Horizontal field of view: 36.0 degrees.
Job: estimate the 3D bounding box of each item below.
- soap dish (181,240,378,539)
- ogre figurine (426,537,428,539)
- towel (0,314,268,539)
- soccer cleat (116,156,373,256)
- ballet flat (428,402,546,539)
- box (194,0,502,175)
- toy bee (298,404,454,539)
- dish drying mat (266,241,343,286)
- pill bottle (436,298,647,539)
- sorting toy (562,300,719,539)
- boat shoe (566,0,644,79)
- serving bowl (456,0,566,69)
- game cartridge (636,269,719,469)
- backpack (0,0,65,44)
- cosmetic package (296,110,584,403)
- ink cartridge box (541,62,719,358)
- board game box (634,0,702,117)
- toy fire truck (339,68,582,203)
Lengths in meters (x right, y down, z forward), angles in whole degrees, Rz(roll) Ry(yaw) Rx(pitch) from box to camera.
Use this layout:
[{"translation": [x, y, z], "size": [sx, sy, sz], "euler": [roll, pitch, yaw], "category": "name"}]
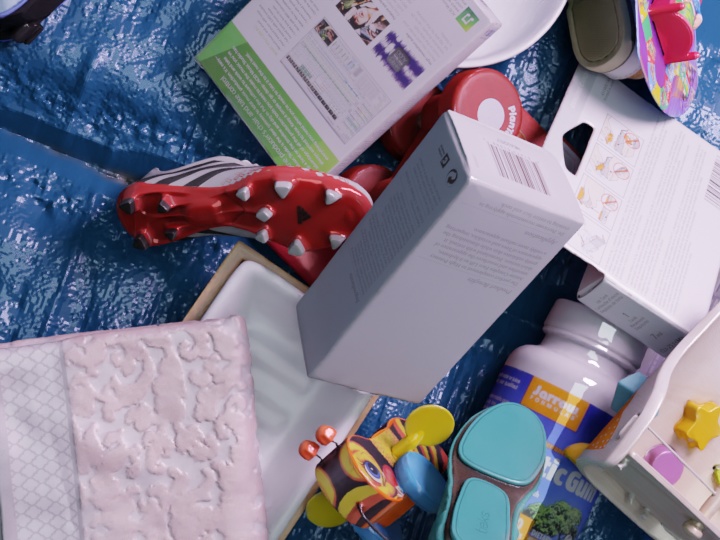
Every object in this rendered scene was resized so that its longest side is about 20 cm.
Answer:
[{"translation": [-0.086, 0.104, 0.856], "size": [0.157, 0.081, 0.200], "euler": [35, 84, -7], "category": "soap dish"}, {"translation": [0.055, 0.242, 0.783], "size": [0.200, 0.120, 0.098], "euler": [-33, 75, 24], "category": "ogre figurine"}, {"translation": [-0.165, 0.140, 0.785], "size": [0.190, 0.032, 0.201], "euler": [-5, 92, -9], "category": "towel"}, {"translation": [-0.085, -0.055, 0.832], "size": [0.199, 0.085, 0.069], "euler": [-2, 121, 14], "category": "soccer cleat"}, {"translation": [0.080, 0.161, 0.756], "size": [0.067, 0.200, 0.071], "euler": [26, 116, 6], "category": "ballet flat"}, {"translation": [-0.013, -0.173, 0.839], "size": [0.200, 0.036, 0.144], "euler": [-40, 82, 19], "category": "box"}, {"translation": [0.012, 0.142, 0.790], "size": [0.131, 0.200, 0.109], "euler": [-43, 93, -3], "category": "toy bee"}, {"translation": [0.000, 0.000, 0.905], "size": [0.200, 0.018, 0.077], "euler": [44, 81, -7], "category": "dish drying mat"}, {"translation": [0.150, 0.129, 0.881], "size": [0.112, 0.112, 0.200], "euler": [27, 85, -8], "category": "pill bottle"}, {"translation": [0.262, 0.113, 0.807], "size": [0.200, 0.107, 0.180], "euler": [42, 80, -22], "category": "sorting toy"}, {"translation": [0.209, -0.253, 0.925], "size": [0.068, 0.075, 0.201], "euler": [11, 74, -40], "category": "boat shoe"}, {"translation": [0.071, -0.257, 0.898], "size": [0.199, 0.066, 0.201], "euler": [0, 88, -10], "category": "serving bowl"}, {"translation": [0.285, 0.081, 0.909], "size": [0.038, 0.129, 0.200], "euler": [35, 81, -51], "category": "game cartridge"}, {"translation": [-0.272, -0.297, 0.799], "size": [0.200, 0.147, 0.183], "euler": [44, 80, -4], "category": "backpack"}, {"translation": [0.048, -0.002, 0.758], "size": [0.101, 0.074, 0.200], "euler": [18, 129, -30], "category": "cosmetic package"}, {"translation": [0.211, -0.054, 0.885], "size": [0.173, 0.044, 0.200], "euler": [33, 53, -6], "category": "ink cartridge box"}, {"translation": [0.263, -0.226, 0.892], "size": [0.039, 0.158, 0.201], "euler": [-3, 91, 33], "category": "board game box"}, {"translation": [0.083, -0.054, 0.876], "size": [0.168, 0.112, 0.200], "euler": [38, 72, -26], "category": "toy fire truck"}]
